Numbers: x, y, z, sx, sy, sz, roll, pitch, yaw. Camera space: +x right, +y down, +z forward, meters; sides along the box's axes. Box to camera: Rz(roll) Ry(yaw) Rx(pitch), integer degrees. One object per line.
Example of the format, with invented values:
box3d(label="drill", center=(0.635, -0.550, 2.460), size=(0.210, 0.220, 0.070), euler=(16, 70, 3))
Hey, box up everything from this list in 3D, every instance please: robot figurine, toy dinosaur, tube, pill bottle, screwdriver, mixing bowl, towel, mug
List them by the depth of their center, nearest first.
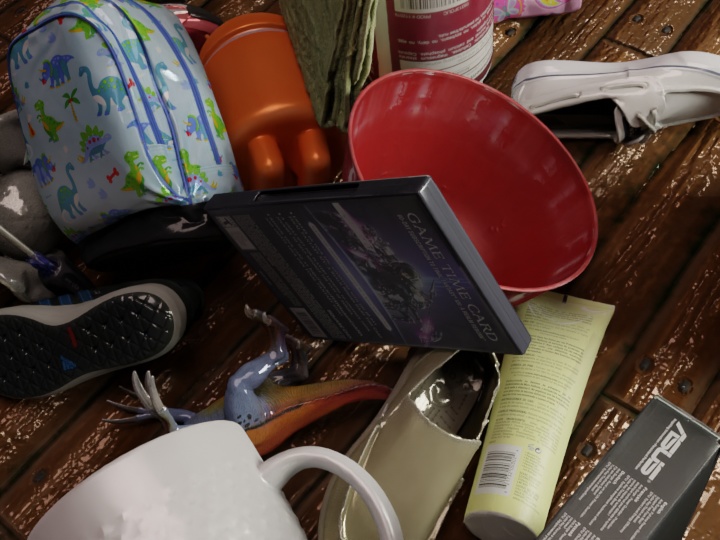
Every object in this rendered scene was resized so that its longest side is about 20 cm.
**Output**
box3d(label="mug", center=(-0.067, 0.187, 0.538), size=(0.199, 0.148, 0.176), euler=(-36, 68, 0))
box3d(label="toy dinosaur", center=(-0.101, 0.116, 0.643), size=(0.199, 0.105, 0.183), euler=(26, 80, 11))
box3d(label="tube", center=(0.123, 0.094, 0.654), size=(0.058, 0.052, 0.201), euler=(36, 53, -19))
box3d(label="screwdriver", center=(-0.252, -0.017, 0.685), size=(0.029, 0.200, 0.028), euler=(-34, 61, 3))
box3d(label="mixing bowl", center=(0.062, -0.039, 0.694), size=(0.198, 0.109, 0.202), euler=(15, 49, -18))
box3d(label="towel", center=(-0.026, -0.216, 0.710), size=(0.036, 0.149, 0.201), euler=(-5, 50, -18))
box3d(label="pill bottle", center=(0.055, -0.211, 0.781), size=(0.113, 0.201, 0.115), euler=(-3, 54, 4))
box3d(label="robot figurine", center=(-0.076, -0.139, 0.800), size=(0.143, 0.116, 0.201), euler=(-33, 53, 18))

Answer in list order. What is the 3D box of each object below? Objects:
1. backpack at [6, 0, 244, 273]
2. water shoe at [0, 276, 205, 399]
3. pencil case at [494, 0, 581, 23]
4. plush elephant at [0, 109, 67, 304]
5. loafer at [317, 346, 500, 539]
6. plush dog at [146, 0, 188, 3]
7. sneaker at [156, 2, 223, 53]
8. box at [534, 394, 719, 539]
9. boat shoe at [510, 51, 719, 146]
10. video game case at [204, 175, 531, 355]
box3d(label="backpack", center=(-0.179, -0.109, 0.710), size=(0.162, 0.153, 0.202), euler=(-11, 81, 38))
box3d(label="water shoe", center=(-0.211, 0.051, 0.720), size=(0.198, 0.072, 0.079), euler=(-9, 9, 20))
box3d(label="pencil case", center=(0.109, -0.270, 0.887), size=(0.198, 0.088, 0.088), euler=(-11, 54, -1))
box3d(label="plush elephant", center=(-0.312, -0.051, 0.756), size=(0.199, 0.154, 0.167), euler=(13, 95, 54))
box3d(label="loafer", center=(0.035, 0.120, 0.616), size=(0.075, 0.068, 0.201), euler=(31, 59, -6))
box3d(label="plush dog", center=(-0.180, -0.351, 0.972), size=(0.170, 0.160, 0.202), euler=(-18, 81, -23))
box3d(label="sneaker", center=(-0.219, -0.187, 0.892), size=(0.198, 0.074, 0.088), euler=(-15, 67, 1))
box3d(label="box", center=(0.105, 0.188, 0.494), size=(0.047, 0.194, 0.200), euler=(36, 65, 27))
box3d(label="boat shoe", center=(0.227, -0.136, 0.794), size=(0.198, 0.074, 0.066), euler=(0, 59, 19))
box3d(label="video game case", center=(0.000, 0.000, 0.623), size=(0.199, 0.143, 0.019), euler=(0, 47, 44))
